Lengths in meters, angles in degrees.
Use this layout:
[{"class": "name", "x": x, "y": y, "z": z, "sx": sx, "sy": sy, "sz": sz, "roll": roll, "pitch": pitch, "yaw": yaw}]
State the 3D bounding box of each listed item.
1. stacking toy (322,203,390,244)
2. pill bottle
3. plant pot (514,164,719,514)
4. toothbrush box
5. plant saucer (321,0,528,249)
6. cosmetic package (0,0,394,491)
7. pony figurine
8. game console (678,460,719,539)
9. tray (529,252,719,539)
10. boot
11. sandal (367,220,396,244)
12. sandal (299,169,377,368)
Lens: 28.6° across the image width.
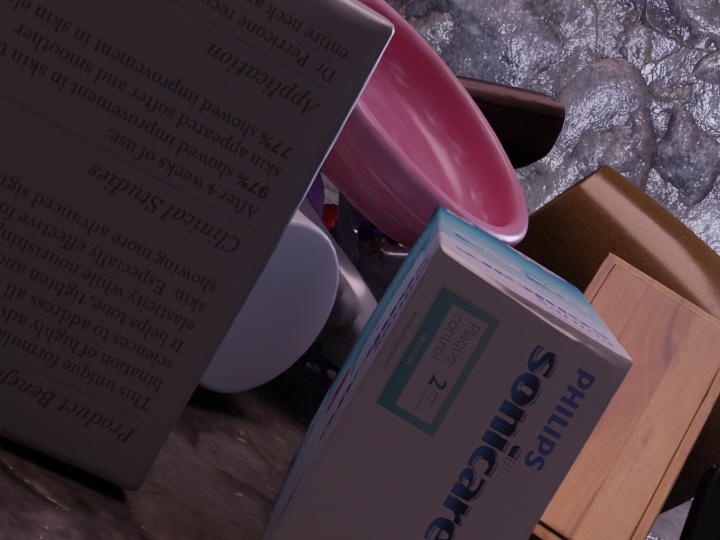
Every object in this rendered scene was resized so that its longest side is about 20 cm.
[{"class": "stacking toy", "x": 0.030, "y": 0.014, "z": 1.045, "sx": 0.199, "sy": 0.086, "sz": 0.085, "roll": 37, "pitch": 3, "yaw": -30}, {"class": "pill bottle", "x": -0.107, "y": -0.027, "z": 0.743, "sx": 0.200, "sy": 0.115, "sz": 0.113, "roll": 38, "pitch": 10, "yaw": 39}, {"class": "plant pot", "x": 0.181, "y": 0.038, "z": 0.953, "sx": 0.201, "sy": 0.186, "sz": 0.186, "roll": 55, "pitch": 8, "yaw": 1}, {"class": "toothbrush box", "x": 0.031, "y": 0.062, "z": 0.590, "sx": 0.085, "sy": 0.147, "sz": 0.200, "roll": 30, "pitch": 8, "yaw": -2}, {"class": "plant saucer", "x": 0.017, "y": -0.085, "z": 0.821, "sx": 0.200, "sy": 0.051, "sz": 0.201, "roll": 43, "pitch": 23, "yaw": -23}, {"class": "cosmetic package", "x": -0.121, "y": -0.059, "z": 0.552, "sx": 0.166, "sy": 0.201, "sz": 0.166, "roll": 28, "pitch": 8, "yaw": -22}, {"class": "pony figurine", "x": 0.000, "y": 0.000, "z": 0.891, "sx": 0.198, "sy": 0.168, "sz": 0.194, "roll": 22, "pitch": 31, "yaw": -9}, {"class": "game console", "x": 0.248, "y": 0.205, "z": 0.676, "sx": 0.199, "sy": 0.172, "sz": 0.118, "roll": 30, "pitch": -19, "yaw": -13}, {"class": "tray", "x": 0.139, "y": 0.085, "z": 0.801, "sx": 0.098, "sy": 0.037, "sz": 0.200, "roll": 32, "pitch": 51, "yaw": 9}, {"class": "boot", "x": 0.032, "y": -0.097, "z": 1.037, "sx": 0.198, "sy": 0.065, "sz": 0.186, "roll": 6, "pitch": -16, "yaw": -26}, {"class": "sandal", "x": 0.057, "y": -0.031, "z": 1.073, "sx": 0.075, "sy": 0.048, "sz": 0.200, "roll": -2, "pitch": -27, "yaw": 37}, {"class": "sandal", "x": -0.037, "y": -0.039, "z": 0.788, "sx": 0.204, "sy": 0.049, "sz": 0.082, "roll": 63, "pitch": -30, "yaw": 4}]
